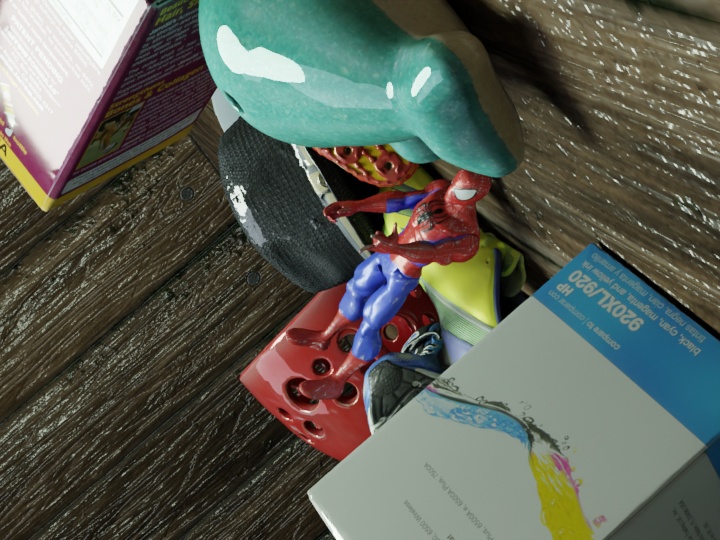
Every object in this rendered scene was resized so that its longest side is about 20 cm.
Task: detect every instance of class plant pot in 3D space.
[{"bbox_3d":[0.013,0.094,1.343,0.183,0.200,0.200,47,175,-2],"label":"plant pot"}]

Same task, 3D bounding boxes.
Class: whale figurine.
[{"bbox_3d":[-0.007,-0.098,0.670,0.200,0.103,0.160,45,172,47],"label":"whale figurine"}]

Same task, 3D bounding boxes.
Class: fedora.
[{"bbox_3d":[-0.039,-0.057,1.039,0.202,0.091,0.201,56,-166,-21],"label":"fedora"}]

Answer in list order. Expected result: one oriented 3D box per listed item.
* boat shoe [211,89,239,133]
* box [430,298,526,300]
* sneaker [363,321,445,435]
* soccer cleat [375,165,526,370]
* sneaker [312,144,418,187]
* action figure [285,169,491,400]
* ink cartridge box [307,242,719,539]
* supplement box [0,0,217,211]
[{"bbox_3d":[-0.055,-0.114,1.179,0.086,0.074,0.204,13,-136,-54],"label":"boat shoe"},{"bbox_3d":[0.143,0.093,1.015,0.162,0.049,0.200,57,171,-28],"label":"box"},{"bbox_3d":[0.045,0.083,0.999,0.090,0.078,0.200,58,-168,23],"label":"sneaker"},{"bbox_3d":[0.072,-0.003,0.941,0.064,0.084,0.202,15,-137,-45],"label":"soccer cleat"},{"bbox_3d":[-0.026,-0.137,0.877,0.201,0.073,0.077,53,-161,10],"label":"sneaker"},{"bbox_3d":[0.000,0.000,0.868,0.098,0.200,0.066,10,-133,-38],"label":"action figure"},{"bbox_3d":[0.106,0.125,0.716,0.145,0.199,0.148,44,172,47],"label":"ink cartridge box"},{"bbox_3d":[-0.136,-0.146,0.811,0.104,0.130,0.200,50,138,6],"label":"supplement box"}]
